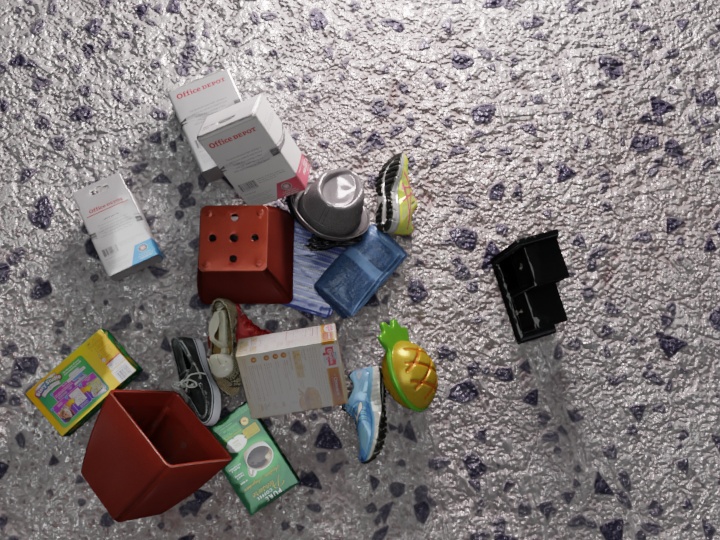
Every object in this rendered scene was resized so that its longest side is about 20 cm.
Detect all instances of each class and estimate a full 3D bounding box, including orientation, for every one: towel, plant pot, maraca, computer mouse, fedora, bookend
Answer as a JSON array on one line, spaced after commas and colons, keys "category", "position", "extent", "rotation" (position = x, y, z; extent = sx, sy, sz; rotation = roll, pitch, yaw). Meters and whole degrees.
[{"category": "towel", "position": [-0.106, -0.008, 1.592], "extent": [0.145, 0.024, 0.200], "rotation": [16, 78, 2]}, {"category": "plant pot", "position": [-0.412, 0.364, 1.402], "extent": [0.200, 0.200, 0.176], "rotation": [42, 99, 25]}, {"category": "plant pot", "position": [-0.247, -0.045, 1.499], "extent": [0.200, 0.176, 0.200], "rotation": [0, 77, 1]}, {"category": "maraca", "position": [0.094, 0.197, 1.515], "extent": [0.107, 0.137, 0.200], "rotation": [-26, 82, 28]}, {"category": "computer mouse", "position": [-0.100, -0.110, 1.566], "extent": [0.138, 0.053, 0.200], "rotation": [-12, 54, -37]}, {"category": "fedora", "position": [-0.050, -0.153, 1.528], "extent": [0.177, 0.090, 0.200], "rotation": [34, 39, 6]}, {"category": "bookend", "position": [0.367, 0.039, 1.517], "extent": [0.092, 0.199, 0.200], "rotation": [-16, 82, -8]}, {"category": "towel", "position": [0.000, 0.000, 1.565], "extent": [0.112, 0.049, 0.200], "rotation": [44, 75, -3]}]

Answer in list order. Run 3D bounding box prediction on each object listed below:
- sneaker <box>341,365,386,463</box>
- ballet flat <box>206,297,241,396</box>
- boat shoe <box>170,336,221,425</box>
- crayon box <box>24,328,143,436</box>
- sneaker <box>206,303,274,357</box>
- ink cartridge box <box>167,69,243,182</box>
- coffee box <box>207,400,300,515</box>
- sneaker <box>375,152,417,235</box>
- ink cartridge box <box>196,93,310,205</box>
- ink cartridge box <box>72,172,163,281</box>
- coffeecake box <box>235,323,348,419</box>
[{"category": "sneaker", "position": [0.006, 0.303, 1.527], "extent": [0.090, 0.078, 0.200], "rotation": [-2, 75, 14]}, {"category": "ballet flat", "position": [-0.281, 0.151, 1.464], "extent": [0.068, 0.075, 0.200], "rotation": [-10, 73, 14]}, {"category": "boat shoe", "position": [-0.341, 0.222, 1.479], "extent": [0.074, 0.068, 0.200], "rotation": [-34, 61, 30]}, {"category": "crayon box", "position": [-0.570, 0.231, 1.503], "extent": [0.200, 0.058, 0.119], "rotation": [-42, 85, -9]}, {"category": "sneaker", "position": [-0.226, 0.124, 1.532], "extent": [0.200, 0.078, 0.116], "rotation": [-4, 82, -5]}, {"category": "ink cartridge box", "position": [-0.315, -0.318, 1.600], "extent": [0.145, 0.083, 0.200], "rotation": [-23, 82, -6]}, {"category": "coffee box", "position": [-0.228, 0.387, 1.502], "extent": [0.123, 0.044, 0.200], "rotation": [-35, 83, -6]}, {"category": "sneaker", "position": [0.087, -0.164, 1.609], "extent": [0.090, 0.078, 0.200], "rotation": [20, 67, -32]}, {"category": "ink cartridge box", "position": [-0.215, -0.241, 1.486], "extent": [0.145, 0.200, 0.085], "rotation": [-16, 41, 23]}, {"category": "ink cartridge box", "position": [-0.518, -0.093, 1.558], "extent": [0.116, 0.067, 0.200], "rotation": [-25, 83, -7]}, {"category": "coffeecake box", "position": [-0.135, 0.203, 1.466], "extent": [0.200, 0.073, 0.154], "rotation": [-9, 114, 0]}]
